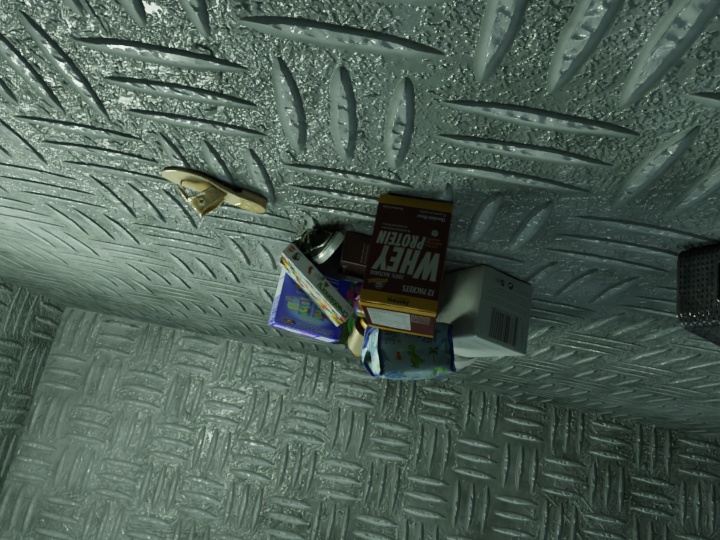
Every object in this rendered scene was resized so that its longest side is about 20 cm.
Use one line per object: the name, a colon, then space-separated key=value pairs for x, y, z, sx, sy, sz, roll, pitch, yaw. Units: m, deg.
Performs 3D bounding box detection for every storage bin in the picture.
storage bin: x=0.626 y=0.049 z=0.927 sx=0.198 sy=0.137 sz=0.093 roll=20 pitch=161 yaw=-27

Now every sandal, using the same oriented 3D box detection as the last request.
sandal: x=-0.290 y=-0.134 z=1.079 sx=0.209 sy=0.071 sz=0.078 roll=16 pitch=163 yaw=-14

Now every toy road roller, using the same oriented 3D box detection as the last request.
toy road roller: x=0.038 y=0.104 z=1.372 sx=0.198 sy=0.146 sz=0.124 roll=-23 pitch=151 yaw=-33

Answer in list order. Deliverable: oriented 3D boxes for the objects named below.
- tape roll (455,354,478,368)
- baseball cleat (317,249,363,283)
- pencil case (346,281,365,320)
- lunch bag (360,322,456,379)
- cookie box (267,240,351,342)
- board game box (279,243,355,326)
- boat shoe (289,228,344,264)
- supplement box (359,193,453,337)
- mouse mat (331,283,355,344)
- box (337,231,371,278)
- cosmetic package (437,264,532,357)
tape roll: x=0.232 y=0.161 z=1.459 sx=0.200 sy=0.205 sz=0.037 roll=12 pitch=139 yaw=-2
baseball cleat: x=0.000 y=0.000 z=1.295 sx=0.197 sy=0.071 sz=0.106 roll=10 pitch=-170 yaw=-28
pencil case: x=0.073 y=0.067 z=1.211 sx=0.197 sy=0.090 sz=0.088 roll=-1 pitch=160 yaw=27
lunch bag: x=0.097 y=0.173 z=1.199 sx=0.167 sy=0.130 sz=0.200 roll=1 pitch=165 yaw=-9
cookie box: x=-0.116 y=0.053 z=1.342 sx=0.169 sy=0.203 sz=0.075 roll=19 pitch=163 yaw=-21
board game box: x=-0.099 y=0.035 z=1.229 sx=0.200 sy=0.035 sz=0.126 roll=47 pitch=164 yaw=1
boat shoe: x=-0.102 y=-0.055 z=1.205 sx=0.064 sy=0.071 sz=0.199 roll=43 pitch=153 yaw=-16
supplement box: x=0.088 y=-0.002 z=1.024 sx=0.131 sy=0.200 sz=0.200 roll=9 pitch=164 yaw=8
mouse mat: x=0.004 y=0.110 z=1.477 sx=0.158 sy=0.203 sz=0.008 roll=2 pitch=-155 yaw=-13
box: x=0.054 y=-0.018 z=1.221 sx=0.197 sy=0.076 sz=0.100 roll=14 pitch=163 yaw=-1
cosmetic package: x=0.268 y=0.103 z=1.301 sx=0.163 sy=0.167 sz=0.199 roll=21 pitch=160 yaw=-29
